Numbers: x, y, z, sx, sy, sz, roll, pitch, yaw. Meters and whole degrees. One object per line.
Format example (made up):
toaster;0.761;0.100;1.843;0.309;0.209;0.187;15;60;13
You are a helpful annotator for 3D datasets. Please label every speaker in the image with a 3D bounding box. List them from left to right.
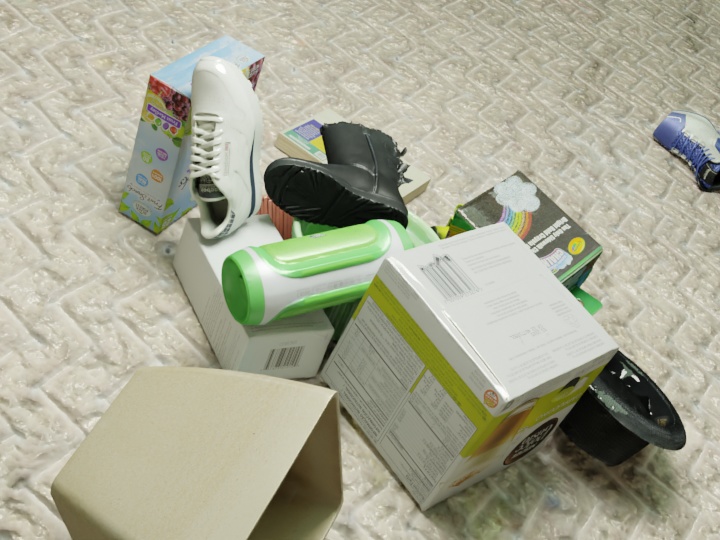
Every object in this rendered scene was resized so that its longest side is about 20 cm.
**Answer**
speaker;-0.044;0.000;1.139;0.199;0.089;0.089;-13;50;-28

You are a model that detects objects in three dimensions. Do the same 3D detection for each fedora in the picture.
fedora;0.286;0.161;1.253;0.200;0.092;0.201;33;19;-13

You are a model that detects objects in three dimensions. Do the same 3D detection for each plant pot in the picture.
plant pot;-0.139;0.197;0.893;0.176;0.200;0.200;20;53;17

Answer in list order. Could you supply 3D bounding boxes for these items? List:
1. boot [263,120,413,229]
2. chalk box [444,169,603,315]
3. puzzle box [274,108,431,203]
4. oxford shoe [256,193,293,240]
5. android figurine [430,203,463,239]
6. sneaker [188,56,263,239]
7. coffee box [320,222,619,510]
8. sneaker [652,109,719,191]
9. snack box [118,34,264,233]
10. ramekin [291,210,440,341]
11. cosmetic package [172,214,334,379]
boot;-0.027;-0.126;1.299;0.198;0.073;0.163;18;38;-21
chalk box;0.214;-0.002;1.354;0.125;0.124;0.200;-32;69;-29
puzzle box;-0.010;-0.158;1.550;0.200;0.025;0.133;36;39;16
oxford shoe;-0.092;-0.071;1.381;0.199;0.071;0.074;-2;19;-30
android figurine;0.196;-0.024;1.490;0.199;0.041;0.182;2;42;-24
sneaker;-0.156;-0.133;1.172;0.076;0.201;0.080;8;29;27
coffee box;0.114;0.100;1.157;0.199;0.198;0.200;-16;55;-41
sneaker;0.618;-0.208;1.911;0.199;0.081;0.115;36;36;12
snack box;-0.206;-0.168;1.307;0.068;0.200;0.169;31;38;10
ramekin;0.000;0.000;1.302;0.199;0.098;0.200;15;37;-12
cosmetic package;-0.126;0.028;1.215;0.112;0.081;0.200;-3;43;-32
